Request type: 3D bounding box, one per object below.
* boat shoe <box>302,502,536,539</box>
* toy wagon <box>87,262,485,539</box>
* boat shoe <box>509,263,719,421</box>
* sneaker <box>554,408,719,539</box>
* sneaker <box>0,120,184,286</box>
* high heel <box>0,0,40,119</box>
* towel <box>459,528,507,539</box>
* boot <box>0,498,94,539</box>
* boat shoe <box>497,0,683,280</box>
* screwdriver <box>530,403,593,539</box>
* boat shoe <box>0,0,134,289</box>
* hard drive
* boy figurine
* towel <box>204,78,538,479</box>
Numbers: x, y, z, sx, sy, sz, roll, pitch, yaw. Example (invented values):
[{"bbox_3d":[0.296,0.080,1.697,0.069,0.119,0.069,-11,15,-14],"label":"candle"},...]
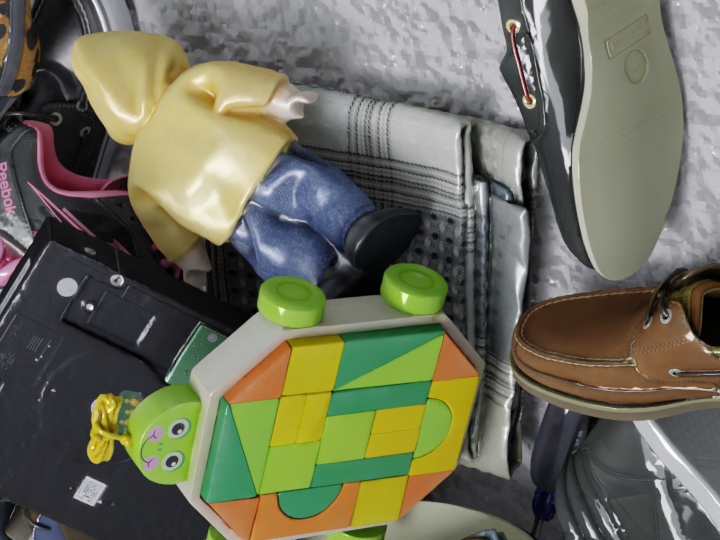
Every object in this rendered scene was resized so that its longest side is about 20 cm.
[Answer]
[{"bbox_3d":[0.018,0.164,1.396,0.201,0.063,0.074,-12,78,33],"label":"boat shoe"},{"bbox_3d":[-0.036,0.076,1.281,0.040,0.199,0.156,47,133,46],"label":"toy wagon"},{"bbox_3d":[0.161,0.026,1.237,0.199,0.072,0.068,2,138,23],"label":"boat shoe"},{"bbox_3d":[0.174,0.149,1.303,0.200,0.071,0.099,54,134,9],"label":"sneaker"},{"bbox_3d":[-0.123,-0.004,1.381,0.200,0.079,0.096,36,98,-4],"label":"sneaker"},{"bbox_3d":[-0.228,-0.151,1.419,0.143,0.071,0.200,-57,48,38],"label":"high heel"},{"bbox_3d":[0.016,0.226,1.349,0.199,0.022,0.147,-24,108,20],"label":"towel"},{"bbox_3d":[-0.163,0.114,1.466,0.075,0.097,0.200,27,148,42],"label":"boot"},{"bbox_3d":[0.103,-0.094,1.228,0.063,0.074,0.202,12,119,44],"label":"boat shoe"},{"bbox_3d":[0.092,0.141,1.385,0.028,0.029,0.201,28,129,22],"label":"screwdriver"},{"bbox_3d":[-0.176,-0.074,1.440,0.070,0.066,0.200,32,128,18],"label":"boat shoe"},{"bbox_3d":[-0.105,0.074,1.337,0.200,0.038,0.140,26,109,-19],"label":"hard drive"},{"bbox_3d":[-0.070,-0.051,1.333,0.200,0.064,0.125,37,116,22],"label":"boy figurine"},{"bbox_3d":[0.000,0.000,1.361,0.199,0.035,0.193,14,113,29],"label":"towel"}]
